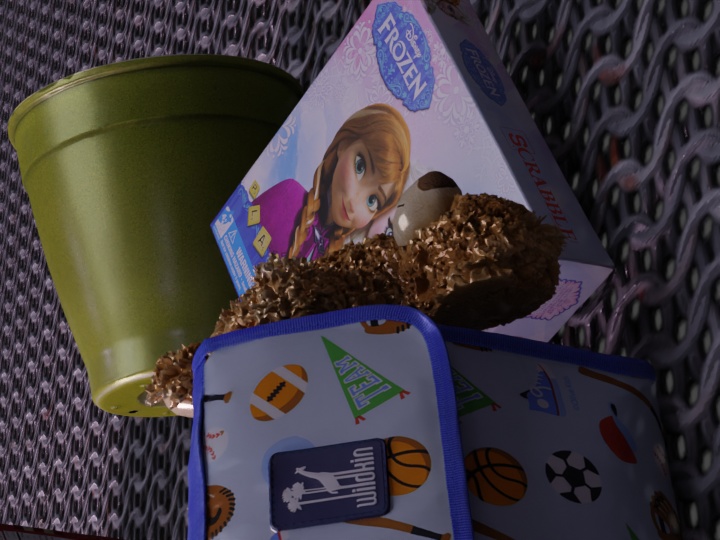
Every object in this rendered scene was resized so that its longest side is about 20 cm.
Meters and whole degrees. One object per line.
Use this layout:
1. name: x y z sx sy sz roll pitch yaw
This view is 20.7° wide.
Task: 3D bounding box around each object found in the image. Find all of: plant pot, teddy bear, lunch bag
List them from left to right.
1. plant pot: -0.122 -0.011 1.288 0.200 0.198 0.195 142 123 -60
2. teddy bear: -0.007 0.015 0.864 0.200 0.144 0.067 -37 61 46
3. lunch bag: 0.029 0.112 0.778 0.124 0.198 0.171 123 151 -45

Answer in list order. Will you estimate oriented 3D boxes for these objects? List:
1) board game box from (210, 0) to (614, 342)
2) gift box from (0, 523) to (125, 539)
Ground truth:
1. board game box: 0.016 -0.013 0.984 0.200 0.041 0.201 -52 47 32
2. gift box: -0.268 0.302 1.489 0.184 0.198 0.189 -146 66 -73
